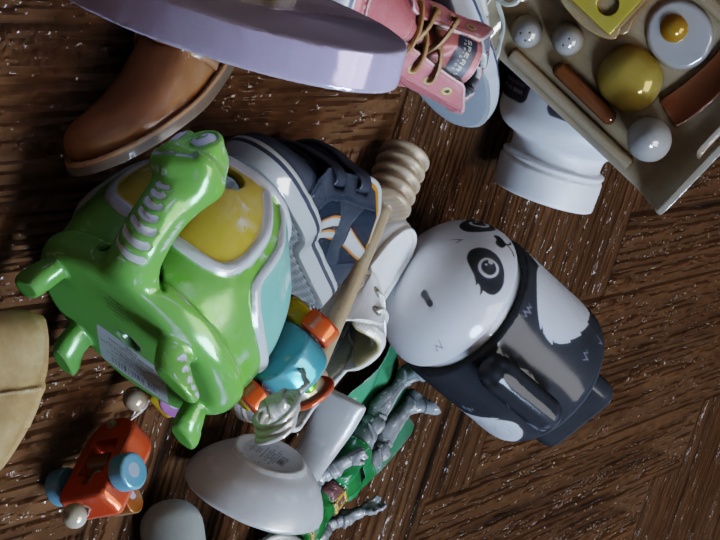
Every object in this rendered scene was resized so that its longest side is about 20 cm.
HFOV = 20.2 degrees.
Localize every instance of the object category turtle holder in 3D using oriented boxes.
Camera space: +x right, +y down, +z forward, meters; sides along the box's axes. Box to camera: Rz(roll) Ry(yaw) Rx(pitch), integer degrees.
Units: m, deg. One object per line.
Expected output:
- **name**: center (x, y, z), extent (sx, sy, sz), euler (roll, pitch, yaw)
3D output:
- **turtle holder**: center (-0.108, -0.007, 1.124), extent (0.132, 0.140, 0.186), euler (-51, 138, -22)

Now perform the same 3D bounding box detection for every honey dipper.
- **honey dipper**: center (0.000, 0.000, 1.376), extent (0.038, 0.038, 0.201), euler (71, 34, -54)

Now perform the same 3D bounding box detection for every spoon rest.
- **spoon rest**: center (-0.054, 0.138, 1.401), extent (0.200, 0.099, 0.061), euler (-32, 146, -65)

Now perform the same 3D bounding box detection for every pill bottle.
- **pill bottle**: center (0.170, -0.151, 1.534), extent (0.111, 0.111, 0.202), euler (-5, 116, -60)

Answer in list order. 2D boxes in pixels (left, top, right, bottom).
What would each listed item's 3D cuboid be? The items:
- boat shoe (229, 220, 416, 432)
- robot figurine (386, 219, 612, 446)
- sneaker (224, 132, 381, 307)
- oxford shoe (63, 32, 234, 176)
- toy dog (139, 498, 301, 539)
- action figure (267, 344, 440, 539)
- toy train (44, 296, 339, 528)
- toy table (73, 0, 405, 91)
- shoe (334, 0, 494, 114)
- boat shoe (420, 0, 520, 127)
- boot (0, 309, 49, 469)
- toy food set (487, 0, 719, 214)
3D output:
- **boat shoe**: center (-0.010, 0.040, 1.410), extent (0.200, 0.069, 0.071), euler (-51, 148, -28)
- **robot figurine**: center (0.104, 0.047, 1.515), extent (0.200, 0.150, 0.126), euler (40, 70, -32)
- **sneaker**: center (-0.038, -0.051, 1.280), extent (0.080, 0.078, 0.200), euler (-52, 162, -13)
- **oxford shoe**: center (-0.105, -0.130, 1.124), extent (0.200, 0.071, 0.072), euler (-50, 124, -30)
- **toy dog**: center (-0.111, 0.263, 1.340), extent (0.096, 0.131, 0.202), euler (128, -25, -65)
- **action figure**: center (-0.012, 0.152, 1.519), extent (0.200, 0.054, 0.119), euler (-49, 143, -29)
- **toy train**: center (-0.090, 0.093, 1.209), extent (0.056, 0.199, 0.151), euler (50, 39, -29)
- **toy table**: center (-0.058, -0.174, 0.988), extent (0.184, 0.198, 0.118), euler (-33, 139, -67)
- **shoe**: center (0.031, -0.148, 1.243), extent (0.200, 0.090, 0.072), euler (22, 90, -82)
- **boat shoe**: center (0.064, -0.191, 1.365), extent (0.086, 0.074, 0.203), euler (-54, 142, -28)
- **boot**: center (-0.227, 0.030, 1.022), extent (0.176, 0.066, 0.199), euler (-59, 155, 15)
- **toy food set**: center (0.190, -0.159, 1.441), extent (0.144, 0.200, 0.060), euler (-47, -178, 14)
